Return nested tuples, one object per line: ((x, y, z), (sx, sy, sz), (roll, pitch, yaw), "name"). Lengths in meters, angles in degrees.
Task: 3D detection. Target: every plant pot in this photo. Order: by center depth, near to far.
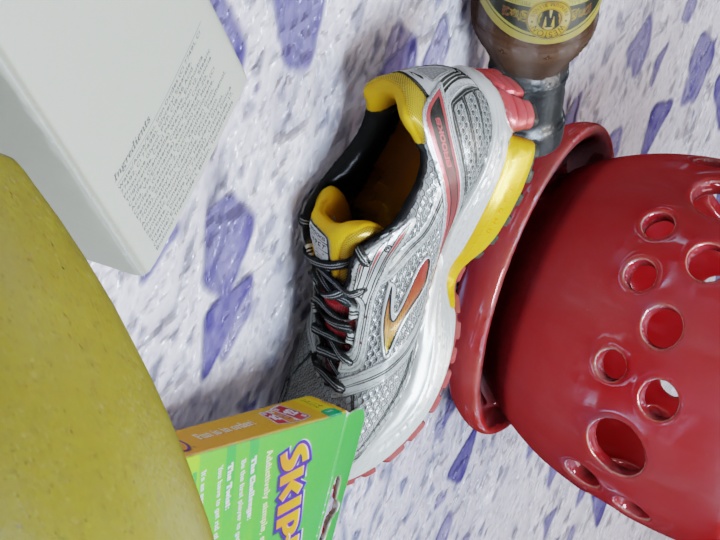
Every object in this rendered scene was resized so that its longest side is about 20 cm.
((-0.133, 0.045, 0.658), (0.200, 0.200, 0.142), (10, 74, -71), "plant pot")
((0.153, 0.031, 1.392), (0.200, 0.182, 0.201), (-55, 156, -39), "plant pot")

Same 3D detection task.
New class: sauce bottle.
((0.084, -0.142, 1.210), (0.065, 0.065, 0.200), (-51, 152, -44), "sauce bottle")

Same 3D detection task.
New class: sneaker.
((0.000, 0.000, 1.138), (0.082, 0.078, 0.200), (8, 107, -44), "sneaker")

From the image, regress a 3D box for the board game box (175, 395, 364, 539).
((-0.068, 0.109, 1.058), (0.200, 0.030, 0.096), (-9, 118, -55), "board game box")

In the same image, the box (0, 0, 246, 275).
((-0.099, -0.078, 0.766), (0.082, 0.068, 0.200), (-64, 160, -18), "box")
